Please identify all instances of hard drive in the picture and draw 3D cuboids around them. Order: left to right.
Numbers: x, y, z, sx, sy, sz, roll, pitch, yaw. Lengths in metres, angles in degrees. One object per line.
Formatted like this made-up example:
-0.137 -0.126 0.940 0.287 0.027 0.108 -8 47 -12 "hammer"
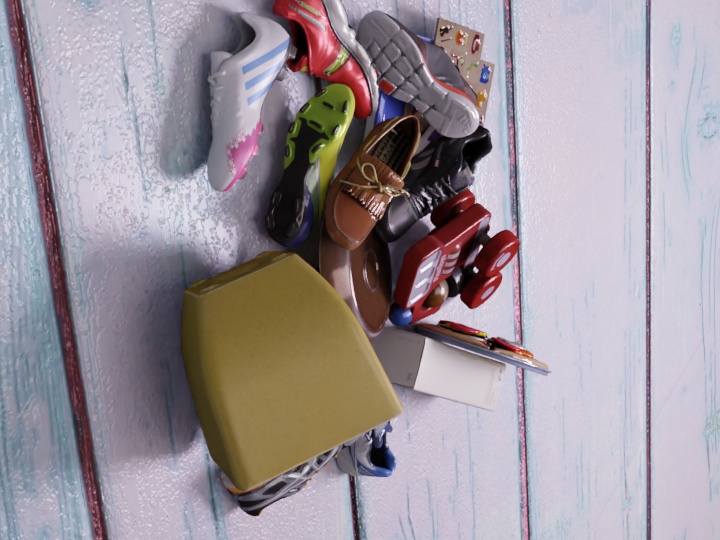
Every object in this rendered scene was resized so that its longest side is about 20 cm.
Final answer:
0.060 -0.199 1.497 0.131 0.025 0.203 4 97 -48 "hard drive"

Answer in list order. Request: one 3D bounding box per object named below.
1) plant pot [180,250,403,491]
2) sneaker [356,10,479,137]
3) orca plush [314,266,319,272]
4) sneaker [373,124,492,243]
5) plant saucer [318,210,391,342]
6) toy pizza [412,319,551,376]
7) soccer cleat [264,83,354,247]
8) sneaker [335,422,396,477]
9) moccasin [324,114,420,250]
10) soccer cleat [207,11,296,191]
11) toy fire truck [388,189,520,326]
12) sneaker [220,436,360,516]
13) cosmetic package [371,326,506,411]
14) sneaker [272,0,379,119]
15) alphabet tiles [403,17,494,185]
-0.098 0.091 1.267 0.193 0.195 0.202 -24 100 -15 "plant pot"
0.072 -0.251 1.437 0.200 0.077 0.082 44 40 -25 "sneaker"
-0.063 0.063 1.413 0.199 0.071 0.106 -35 124 -38 "orca plush"
0.092 -0.116 1.459 0.201 0.087 0.076 -55 134 -22 "sneaker"
0.000 0.000 1.435 0.200 0.034 0.203 -4 90 -70 "plant saucer"
0.167 0.099 1.580 0.199 0.199 0.032 21 87 -48 "toy pizza"
-0.057 -0.124 1.379 0.202 0.064 0.084 -69 161 2 "soccer cleat"
0.001 0.187 1.504 0.077 0.085 0.202 -43 127 -33 "sneaker"
0.019 -0.107 1.371 0.074 0.078 0.202 44 53 -12 "moccasin"
-0.142 -0.189 1.280 0.086 0.070 0.202 27 76 -31 "soccer cleat"
0.104 -0.003 1.522 0.167 0.112 0.201 -33 158 -28 "toy fire truck"
-0.077 0.228 1.425 0.198 0.078 0.078 -26 127 -18 "sneaker"
0.101 0.135 1.590 0.199 0.103 0.074 22 82 -49 "cosmetic package"
-0.046 -0.254 1.375 0.085 0.077 0.201 -39 127 -10 "sneaker"
0.115 -0.221 1.527 0.166 0.007 0.203 5 96 -48 "alphabet tiles"
